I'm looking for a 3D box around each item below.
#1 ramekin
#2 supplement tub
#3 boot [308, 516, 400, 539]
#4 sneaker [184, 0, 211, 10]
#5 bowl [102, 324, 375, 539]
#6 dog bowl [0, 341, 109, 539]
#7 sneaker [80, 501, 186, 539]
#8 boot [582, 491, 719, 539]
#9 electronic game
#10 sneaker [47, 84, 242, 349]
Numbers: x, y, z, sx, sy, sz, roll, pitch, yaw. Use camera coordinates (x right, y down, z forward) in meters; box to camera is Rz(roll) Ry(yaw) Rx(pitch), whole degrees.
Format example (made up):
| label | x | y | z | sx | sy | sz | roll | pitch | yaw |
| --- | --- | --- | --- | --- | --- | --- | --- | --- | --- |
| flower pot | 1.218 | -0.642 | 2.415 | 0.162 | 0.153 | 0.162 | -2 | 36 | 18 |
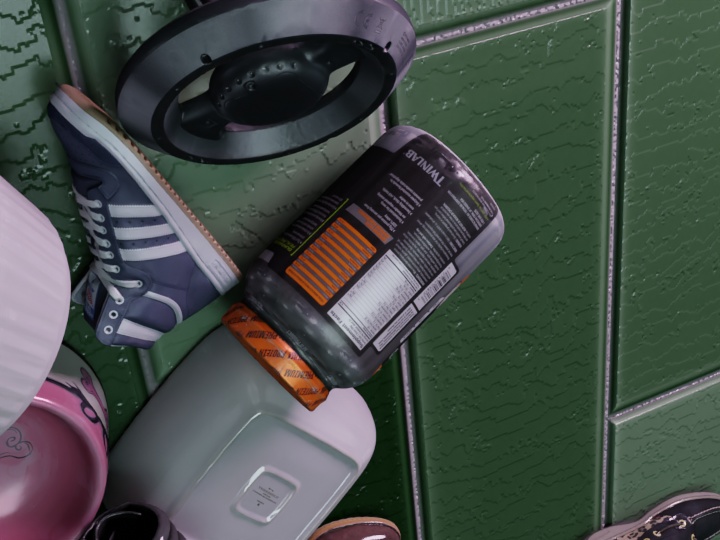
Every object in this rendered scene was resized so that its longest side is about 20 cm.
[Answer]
| label | x | y | z | sx | sy | sz | roll | pitch | yaw |
| --- | --- | --- | --- | --- | --- | --- | --- | --- | --- |
| ramekin | -0.263 | 0.023 | 0.650 | 0.203 | 0.202 | 0.094 | -50 | 140 | 4 |
| supplement tub | 0.000 | 0.000 | 0.804 | 0.200 | 0.122 | 0.123 | -45 | 128 | -9 |
| boot | -0.026 | 0.308 | 0.942 | 0.199 | 0.166 | 0.073 | -19 | 124 | -18 |
| sneaker | -0.083 | -0.240 | 0.684 | 0.115 | 0.076 | 0.201 | -42 | 136 | -12 |
| bowl | -0.089 | 0.165 | 0.891 | 0.200 | 0.075 | 0.200 | -50 | 129 | 5 |
| dog bowl | -0.271 | 0.141 | 0.779 | 0.199 | 0.074 | 0.201 | -13 | 122 | -22 |
| sneaker | -0.186 | 0.220 | 0.823 | 0.100 | 0.199 | 0.071 | 59 | 45 | -24 |
| boot | 0.349 | 0.325 | 1.162 | 0.202 | 0.154 | 0.074 | -14 | 122 | -21 |
| electronic game | -0.060 | -0.124 | 0.705 | 0.199 | 0.042 | 0.200 | -15 | 163 | -5 |
| sneaker | -0.173 | -0.025 | 0.744 | 0.108 | 0.070 | 0.200 | -40 | 130 | -5 |
